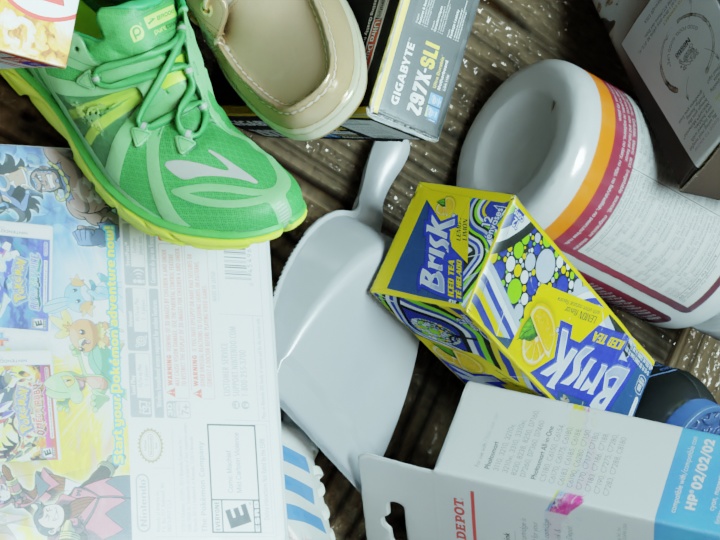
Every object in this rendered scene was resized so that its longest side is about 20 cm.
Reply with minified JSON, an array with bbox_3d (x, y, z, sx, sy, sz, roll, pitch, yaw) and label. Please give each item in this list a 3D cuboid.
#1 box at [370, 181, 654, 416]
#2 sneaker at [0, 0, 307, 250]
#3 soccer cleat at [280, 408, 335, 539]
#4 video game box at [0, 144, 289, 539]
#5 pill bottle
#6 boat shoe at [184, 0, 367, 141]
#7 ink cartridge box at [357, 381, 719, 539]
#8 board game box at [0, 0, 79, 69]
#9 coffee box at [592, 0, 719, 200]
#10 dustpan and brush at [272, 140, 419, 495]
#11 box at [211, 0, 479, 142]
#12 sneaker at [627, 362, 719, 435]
[{"bbox_3d":[0.087,0.032,1.220,0.200,0.064,0.070,44,64,-49],"label":"box"},{"bbox_3d":[-0.105,-0.086,1.063,0.200,0.084,0.074,42,48,12],"label":"sneaker"},{"bbox_3d":[-0.040,0.125,1.182,0.086,0.070,0.200,-51,123,-37],"label":"soccer cleat"},{"bbox_3d":[-0.131,0.040,1.075,0.181,0.047,0.201,4,71,-24],"label":"video game box"},{"bbox_3d":[0.160,-0.033,1.277,0.199,0.109,0.110,25,79,-32],"label":"pill bottle"},{"bbox_3d":[-0.064,-0.147,1.086,0.074,0.200,0.069,-39,146,12],"label":"boat shoe"},{"bbox_3d":[0.105,0.129,1.209,0.115,0.199,0.068,84,23,-47],"label":"ink cartridge box"},{"bbox_3d":[-0.166,-0.193,1.030,0.046,0.151,0.201,12,86,-33],"label":"board game box"},{"bbox_3d":[0.206,-0.133,1.253,0.113,0.080,0.201,10,44,-33],"label":"coffee box"},{"bbox_3d":[0.000,0.000,1.203,0.201,0.057,0.140,-63,148,-17],"label":"dustpan and brush"},{"bbox_3d":[0.005,-0.166,1.138,0.049,0.159,0.201,21,83,-31],"label":"box"},{"bbox_3d":[0.148,0.148,1.312,0.070,0.078,0.201,22,102,-35],"label":"sneaker"}]
